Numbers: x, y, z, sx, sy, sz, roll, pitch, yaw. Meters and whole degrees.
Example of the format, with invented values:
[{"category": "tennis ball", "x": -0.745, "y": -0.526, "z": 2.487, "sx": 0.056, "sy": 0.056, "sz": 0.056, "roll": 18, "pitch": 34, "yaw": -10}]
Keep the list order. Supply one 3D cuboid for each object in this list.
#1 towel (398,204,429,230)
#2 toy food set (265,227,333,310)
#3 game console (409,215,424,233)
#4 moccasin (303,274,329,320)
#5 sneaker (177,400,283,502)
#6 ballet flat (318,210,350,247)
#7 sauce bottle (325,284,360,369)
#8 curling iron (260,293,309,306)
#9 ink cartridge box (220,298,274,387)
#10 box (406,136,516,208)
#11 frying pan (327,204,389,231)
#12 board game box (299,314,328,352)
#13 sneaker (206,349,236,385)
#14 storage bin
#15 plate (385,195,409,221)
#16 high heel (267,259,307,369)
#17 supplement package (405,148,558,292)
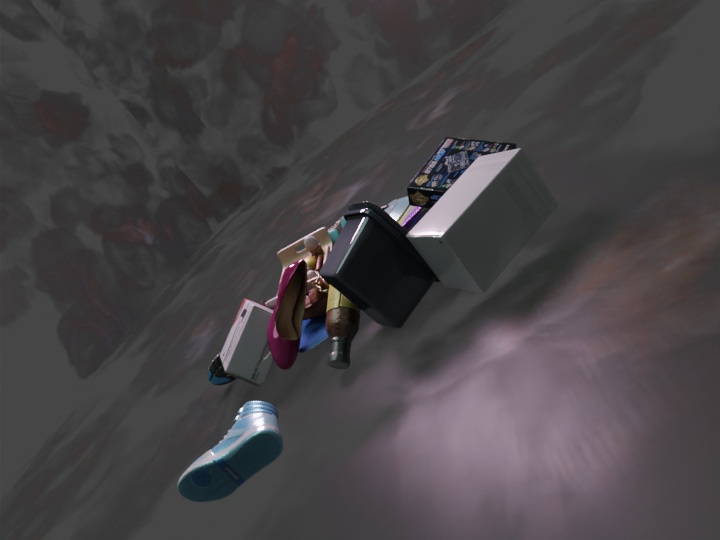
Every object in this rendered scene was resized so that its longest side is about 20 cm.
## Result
[{"category": "towel", "x": 0.114, "y": -0.123, "z": 1.301, "sx": 0.200, "sy": 0.023, "sz": 0.144, "roll": -45, "pitch": 8, "yaw": 31}, {"category": "toy food set", "x": -0.139, "y": -0.008, "z": 1.323, "sx": 0.142, "sy": 0.061, "sz": 0.201, "roll": -26, "pitch": 29, "yaw": 19}, {"category": "game console", "x": 0.164, "y": -0.088, "z": 1.185, "sx": 0.176, "sy": 0.031, "sz": 0.201, "roll": -19, "pitch": 30, "yaw": 50}, {"category": "moccasin", "x": -0.059, "y": 0.034, "z": 1.188, "sx": 0.199, "sy": 0.078, "sz": 0.074, "roll": -27, "pitch": 25, "yaw": 21}, {"category": "sneaker", "x": -0.215, "y": 0.300, "z": 1.015, "sx": 0.198, "sy": 0.080, "sz": 0.131, "roll": -30, "pitch": 22, "yaw": 5}, {"category": "ballet flat", "x": -0.031, "y": -0.090, "z": 1.403, "sx": 0.198, "sy": 0.069, "sz": 0.067, "roll": -28, "pitch": -16, "yaw": 25}, {"category": "sauce bottle", "x": -0.032, "y": 0.075, "z": 1.073, "sx": 0.066, "sy": 0.066, "sz": 0.203, "roll": -23, "pitch": 50, "yaw": 43}, {"category": "curling iron", "x": -0.154, "y": 0.069, "z": 1.319, "sx": 0.198, "sy": 0.026, "sz": 0.050, "roll": -10, "pitch": 38, "yaw": 42}, {"category": "ink cartridge box", "x": -0.230, "y": 0.147, "z": 1.267, "sx": 0.146, "sy": 0.083, "sz": 0.200, "roll": -67, "pitch": 16, "yaw": -5}, {"category": "box", "x": 0.204, "y": -0.191, "z": 1.180, "sx": 0.157, "sy": 0.046, "sz": 0.201, "roll": 12, "pitch": 45, "yaw": 28}, {"category": "frying pan", "x": -0.008, "y": -0.121, "z": 1.484, "sx": 0.188, "sy": 0.031, "sz": 0.115, "roll": -23, "pitch": 13, "yaw": 10}, {"category": "board game box", "x": -0.079, "y": 0.114, "z": 1.218, "sx": 0.158, "sy": 0.039, "sz": 0.199, "roll": -43, "pitch": 23, "yaw": -19}, {"category": "sneaker", "x": -0.278, "y": 0.195, "z": 1.408, "sx": 0.200, "sy": 0.073, "sz": 0.082, "roll": -44, "pitch": 2, "yaw": -23}, {"category": "storage bin", "x": 0.026, "y": -0.001, "z": 1.034, "sx": 0.135, "sy": 0.199, "sz": 0.145, "roll": -55, "pitch": 23, "yaw": -14}, {"category": "plate", "x": 0.048, "y": -0.111, "z": 1.422, "sx": 0.200, "sy": 0.026, "sz": 0.200, "roll": -47, "pitch": 9, "yaw": 10}, {"category": "high heel", "x": -0.132, "y": 0.079, "z": 1.125, "sx": 0.096, "sy": 0.066, "sz": 0.203, "roll": -48, "pitch": 40, "yaw": 49}, {"category": "supplement package", "x": 0.195, "y": -0.080, "z": 0.964, "sx": 0.200, "sy": 0.122, "sz": 0.119, "roll": -46, "pitch": 20, "yaw": -15}]
